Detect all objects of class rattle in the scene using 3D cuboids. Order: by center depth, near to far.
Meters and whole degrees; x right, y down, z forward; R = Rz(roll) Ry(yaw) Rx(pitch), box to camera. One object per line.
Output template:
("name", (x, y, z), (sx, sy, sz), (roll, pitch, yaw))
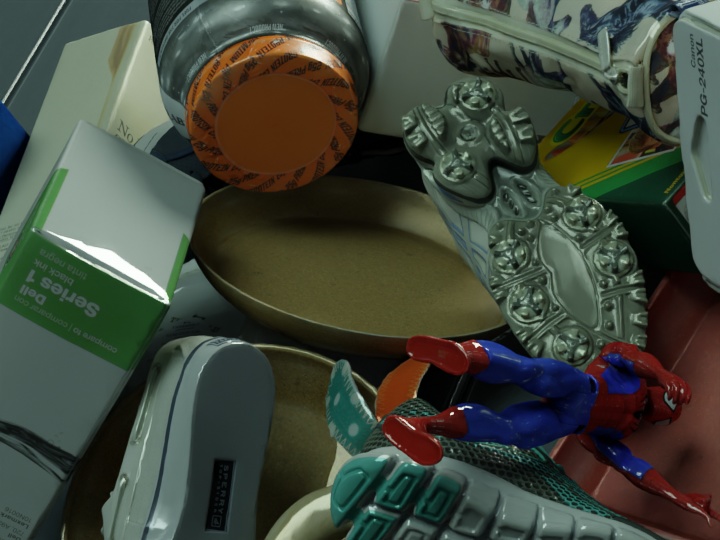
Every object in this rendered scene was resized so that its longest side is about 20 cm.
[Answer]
("rattle", (-0.004, 0.121, 1.102), (0.130, 0.143, 0.201), (6, 79, 32))

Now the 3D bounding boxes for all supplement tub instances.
("supplement tub", (-0.062, -0.143, 1.333), (0.122, 0.123, 0.200), (-26, 39, 12))

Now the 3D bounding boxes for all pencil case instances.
("pencil case", (0.115, -0.123, 1.183), (0.200, 0.089, 0.078), (27, 108, 52))

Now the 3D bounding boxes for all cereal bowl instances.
("cereal bowl", (-0.082, 0.058, 1.306), (0.199, 0.083, 0.201), (-19, 42, 18))

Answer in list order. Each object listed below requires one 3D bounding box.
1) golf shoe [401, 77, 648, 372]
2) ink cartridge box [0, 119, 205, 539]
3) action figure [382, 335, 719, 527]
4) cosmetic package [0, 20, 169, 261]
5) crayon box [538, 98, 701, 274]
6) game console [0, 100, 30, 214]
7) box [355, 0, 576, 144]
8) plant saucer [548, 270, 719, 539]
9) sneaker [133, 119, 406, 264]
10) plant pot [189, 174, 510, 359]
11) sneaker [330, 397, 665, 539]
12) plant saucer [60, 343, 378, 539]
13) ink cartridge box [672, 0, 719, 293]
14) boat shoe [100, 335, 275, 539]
("golf shoe", (0.093, -0.008, 1.207), (0.078, 0.097, 0.200), (-24, 59, -6))
("ink cartridge box", (-0.170, 0.043, 1.218), (0.200, 0.084, 0.146), (-57, 11, 24))
("action figure", (0.109, 0.071, 1.045), (0.099, 0.200, 0.066), (26, 103, 35))
("cosmetic package", (-0.160, -0.050, 1.450), (0.071, 0.105, 0.201), (-13, 46, 30))
("crayon box", (0.192, -0.091, 1.238), (0.200, 0.058, 0.172), (-47, 22, -16))
("game console", (-0.292, -0.014, 1.467), (0.170, 0.118, 0.201), (16, 74, 44))
("box", (0.057, -0.174, 1.383), (0.124, 0.098, 0.200), (7, 40, -15))
("plant saucer", (0.214, 0.065, 1.127), (0.200, 0.037, 0.200), (14, 60, 43))
("sneaker", (-0.055, -0.072, 1.398), (0.146, 0.077, 0.203), (-6, 34, 30))
("plant pot", (0.000, 0.000, 1.271), (0.199, 0.028, 0.200), (9, 26, -4))
("sneaker", (0.087, 0.117, 1.076), (0.078, 0.199, 0.091), (-60, 5, 30))
("plant saucer", (-0.057, 0.139, 1.195), (0.199, 0.035, 0.201), (-3, 72, 10))
("ink cartridge box", (0.260, -0.070, 1.082), (0.199, 0.146, 0.083), (-17, 26, -15))
("boat shoe", (-0.098, 0.130, 1.156), (0.070, 0.071, 0.201), (7, 87, 50))
